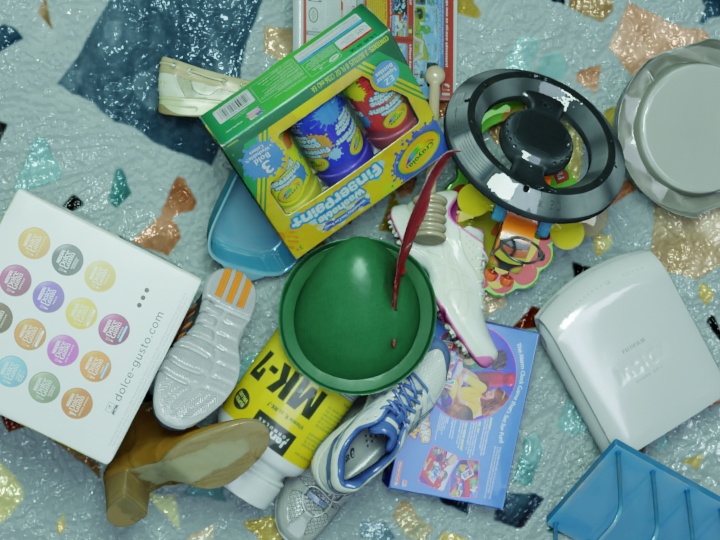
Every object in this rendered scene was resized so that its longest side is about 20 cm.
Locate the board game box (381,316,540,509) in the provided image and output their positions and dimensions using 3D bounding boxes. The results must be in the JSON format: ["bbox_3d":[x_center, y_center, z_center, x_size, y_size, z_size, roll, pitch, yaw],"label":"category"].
[{"bbox_3d":[0.111,0.153,1.545,0.134,0.045,0.201,12,91,-9],"label":"board game box"}]

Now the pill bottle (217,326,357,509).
[{"bbox_3d":[-0.080,0.146,1.479,0.114,0.114,0.201,36,87,-9],"label":"pill bottle"}]

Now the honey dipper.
[{"bbox_3d":[0.074,-0.126,1.476,0.038,0.038,0.201,5,71,-9],"label":"honey dipper"}]

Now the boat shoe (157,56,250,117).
[{"bbox_3d":[-0.115,-0.193,1.480,0.199,0.073,0.064,1,96,-4],"label":"boat shoe"}]

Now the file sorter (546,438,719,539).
[{"bbox_3d":[0.324,0.311,1.522,0.199,0.123,0.139,29,121,-10],"label":"file sorter"}]

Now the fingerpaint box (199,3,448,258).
[{"bbox_3d":[-0.031,-0.137,1.393,0.199,0.073,0.167,-34,131,-3],"label":"fingerpaint box"}]

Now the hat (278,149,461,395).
[{"bbox_3d":[0.000,0.000,1.359,0.164,0.176,0.201,8,66,3],"label":"hat"}]

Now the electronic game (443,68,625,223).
[{"bbox_3d":[0.180,-0.131,1.431,0.199,0.042,0.201,11,52,-14],"label":"electronic game"}]

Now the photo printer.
[{"bbox_3d":[0.300,0.088,1.560,0.166,0.069,0.201,-30,97,-6],"label":"photo printer"}]

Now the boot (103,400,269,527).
[{"bbox_3d":[-0.184,0.169,1.433,0.200,0.144,0.071,-30,120,13],"label":"boot"}]

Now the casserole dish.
[{"bbox_3d":[-0.091,-0.083,1.469,0.121,0.039,0.201,15,113,-35],"label":"casserole dish"}]

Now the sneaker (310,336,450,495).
[{"bbox_3d":[0.035,0.154,1.433,0.075,0.088,0.200,40,79,-12],"label":"sneaker"}]

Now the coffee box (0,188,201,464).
[{"bbox_3d":[-0.293,0.050,1.396,0.197,0.200,0.201,27,88,-9],"label":"coffee box"}]

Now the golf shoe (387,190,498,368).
[{"bbox_3d":[0.106,0.004,1.482,0.091,0.075,0.201,-28,81,0],"label":"golf shoe"}]

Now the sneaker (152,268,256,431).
[{"bbox_3d":[-0.170,0.100,1.443,0.077,0.112,0.201,32,49,-8],"label":"sneaker"}]

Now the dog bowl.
[{"bbox_3d":[0.376,-0.159,1.566,0.199,0.059,0.202,-1,93,-9],"label":"dog bowl"}]

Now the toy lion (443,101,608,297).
[{"bbox_3d":[0.163,-0.080,1.540,0.191,0.069,0.201,-21,96,0],"label":"toy lion"}]

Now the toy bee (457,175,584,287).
[{"bbox_3d":[0.155,-0.044,1.448,0.131,0.109,0.200,35,45,17],"label":"toy bee"}]

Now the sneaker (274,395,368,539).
[{"bbox_3d":[-0.027,0.210,1.506,0.074,0.082,0.201,32,87,-9],"label":"sneaker"}]

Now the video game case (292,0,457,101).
[{"bbox_3d":[0.018,-0.257,1.489,0.199,0.017,0.144,-1,93,-30],"label":"video game case"}]
